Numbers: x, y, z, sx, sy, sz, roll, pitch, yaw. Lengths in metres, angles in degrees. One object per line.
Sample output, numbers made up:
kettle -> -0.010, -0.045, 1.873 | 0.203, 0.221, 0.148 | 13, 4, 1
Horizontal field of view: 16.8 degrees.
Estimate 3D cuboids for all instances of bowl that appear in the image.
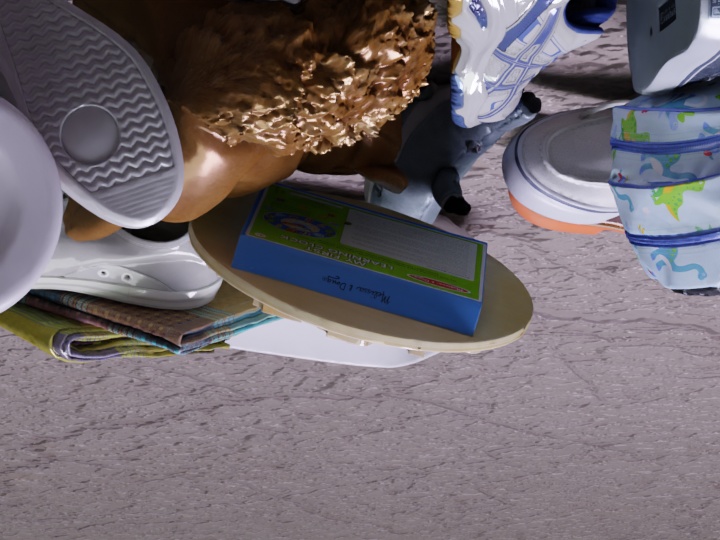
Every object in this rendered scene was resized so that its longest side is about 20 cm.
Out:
bowl -> -0.018, 0.004, 1.719 | 0.200, 0.075, 0.200 | 8, 163, -22

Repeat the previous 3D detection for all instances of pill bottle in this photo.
pill bottle -> -0.241, -0.030, 1.243 | 0.120, 0.120, 0.200 | 11, 174, -29

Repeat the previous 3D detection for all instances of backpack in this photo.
backpack -> 0.230, -0.060, 1.312 | 0.200, 0.154, 0.163 | -36, -159, -8

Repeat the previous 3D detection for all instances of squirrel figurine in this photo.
squirrel figurine -> -0.037, -0.091, 1.316 | 0.187, 0.142, 0.200 | 7, 166, -38

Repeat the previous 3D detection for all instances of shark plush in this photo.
shark plush -> 0.062, -0.066, 1.468 | 0.091, 0.083, 0.200 | 14, 159, -36

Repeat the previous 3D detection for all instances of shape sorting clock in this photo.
shape sorting clock -> 0.000, 0.000, 1.379 | 0.200, 0.039, 0.200 | 15, -164, -5

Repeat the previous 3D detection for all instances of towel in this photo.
towel -> -0.102, 0.009, 1.487 | 0.147, 0.022, 0.200 | 15, -161, 32
towel -> -0.193, 0.020, 1.505 | 0.200, 0.023, 0.144 | 18, -165, 40

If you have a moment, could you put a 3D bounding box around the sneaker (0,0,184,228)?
sneaker -> -0.161, -0.095, 1.273 | 0.074, 0.200, 0.118 | -39, 171, -12

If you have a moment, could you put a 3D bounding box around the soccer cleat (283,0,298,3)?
soccer cleat -> -0.009, -0.177, 1.147 | 0.084, 0.065, 0.200 | 23, 153, -36

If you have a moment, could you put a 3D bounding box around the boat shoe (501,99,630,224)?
boat shoe -> 0.186, -0.074, 1.443 | 0.202, 0.075, 0.086 | 0, 156, -25

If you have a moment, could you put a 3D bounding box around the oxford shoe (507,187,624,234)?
oxford shoe -> 0.195, -0.054, 1.527 | 0.200, 0.071, 0.073 | 2, 157, -3

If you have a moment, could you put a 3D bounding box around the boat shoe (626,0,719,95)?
boat shoe -> 0.192, -0.128, 1.235 | 0.091, 0.071, 0.200 | -2, 180, -6

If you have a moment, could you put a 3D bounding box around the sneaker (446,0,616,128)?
sneaker -> 0.090, -0.127, 1.284 | 0.088, 0.075, 0.200 | 0, 164, 3

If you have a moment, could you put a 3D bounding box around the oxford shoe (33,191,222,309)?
oxford shoe -> -0.177, -0.022, 1.412 | 0.200, 0.075, 0.058 | 7, 119, 1
